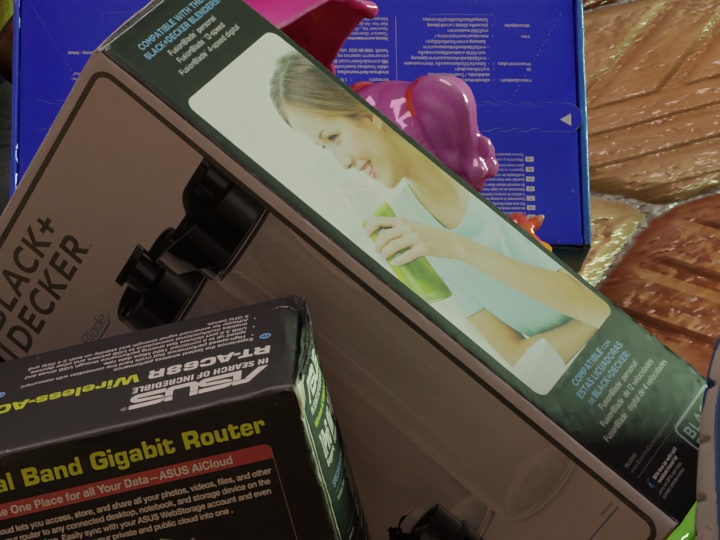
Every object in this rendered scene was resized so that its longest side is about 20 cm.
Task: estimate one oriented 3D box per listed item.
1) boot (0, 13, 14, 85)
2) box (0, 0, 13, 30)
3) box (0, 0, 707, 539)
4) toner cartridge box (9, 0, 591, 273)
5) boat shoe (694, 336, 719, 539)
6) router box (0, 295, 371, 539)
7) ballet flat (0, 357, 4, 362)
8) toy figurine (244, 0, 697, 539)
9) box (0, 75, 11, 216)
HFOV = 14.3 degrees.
[{"bbox_3d":[-0.007,-0.067,1.064,0.186,0.200,0.064,-45,-14,-15],"label":"boot"},{"bbox_3d":[-0.177,-0.084,1.061,0.075,0.050,0.200,-4,25,7],"label":"box"},{"bbox_3d":[-0.007,0.026,0.802,0.117,0.200,0.060,-53,-5,40],"label":"box"},{"bbox_3d":[-0.021,-0.047,1.005,0.199,0.096,0.043,1,-15,-3],"label":"toner cartridge box"},{"bbox_3d":[0.126,0.074,0.717,0.072,0.072,0.201,-5,61,37],"label":"boat shoe"},{"bbox_3d":[-0.090,0.104,0.762,0.199,0.151,0.062,-13,22,5],"label":"router box"},{"bbox_3d":[-0.097,-0.032,1.180,0.070,0.071,0.201,0,57,33],"label":"ballet flat"},{"bbox_3d":[0.000,0.000,0.895,0.199,0.185,0.150,3,25,33],"label":"toy figurine"},{"bbox_3d":[-0.138,-0.041,1.130,0.199,0.048,0.123,2,58,19],"label":"box"}]
